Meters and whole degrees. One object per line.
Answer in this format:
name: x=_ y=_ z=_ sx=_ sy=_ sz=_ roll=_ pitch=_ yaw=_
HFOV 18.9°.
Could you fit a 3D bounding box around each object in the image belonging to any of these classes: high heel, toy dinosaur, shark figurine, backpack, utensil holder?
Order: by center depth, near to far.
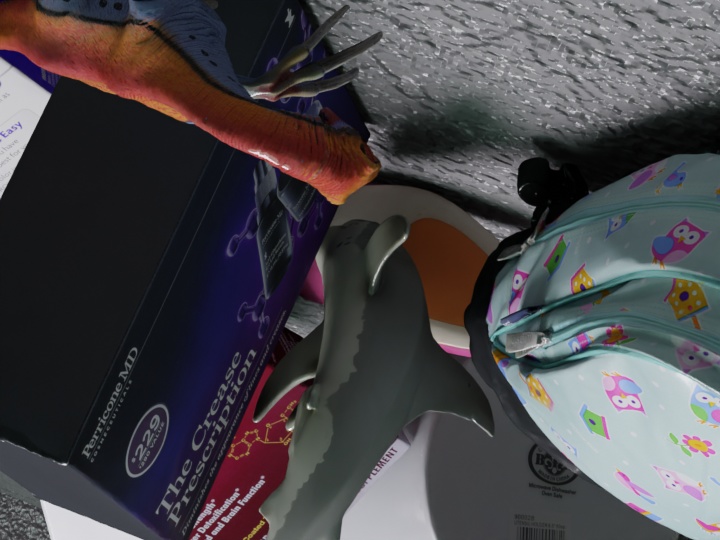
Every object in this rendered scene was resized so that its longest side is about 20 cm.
toy dinosaur: x=-0.063 y=-0.066 z=0.713 sx=0.105 sy=0.200 sz=0.182 roll=46 pitch=-161 yaw=-34
backpack: x=0.138 y=0.029 z=0.809 sx=0.167 sy=0.127 sz=0.200 roll=29 pitch=161 yaw=-12
shark figurine: x=0.007 y=0.066 z=0.874 sx=0.089 sy=0.215 sz=0.128 roll=26 pitch=153 yaw=-17
high heel: x=0.000 y=0.000 z=1.015 sx=0.200 sy=0.067 sz=0.096 roll=21 pitch=162 yaw=15
utensil holder: x=0.053 y=0.109 z=1.149 sx=0.170 sy=0.170 sz=0.200 roll=29 pitch=161 yaw=-22

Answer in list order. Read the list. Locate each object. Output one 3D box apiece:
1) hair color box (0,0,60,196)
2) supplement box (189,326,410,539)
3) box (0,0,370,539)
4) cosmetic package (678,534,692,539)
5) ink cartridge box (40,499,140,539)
hair color box: x=-0.186 y=-0.075 z=0.946 sx=0.109 sy=0.065 sz=0.200 roll=-32 pitch=138 yaw=21
supplement box: x=-0.086 y=0.064 z=1.012 sx=0.200 sy=0.109 sz=0.061 roll=32 pitch=-163 yaw=-35
box: x=-0.081 y=-0.006 z=0.857 sx=0.079 sy=0.200 sz=0.141 roll=18 pitch=165 yaw=22
cosmetic package: x=0.221 y=0.194 z=1.141 sx=0.087 sy=0.103 sz=0.200 roll=-5 pitch=-156 yaw=-28
ink cartridge box: x=-0.117 y=0.094 z=1.186 sx=0.084 sy=0.145 sz=0.200 roll=-10 pitch=-161 yaw=5
